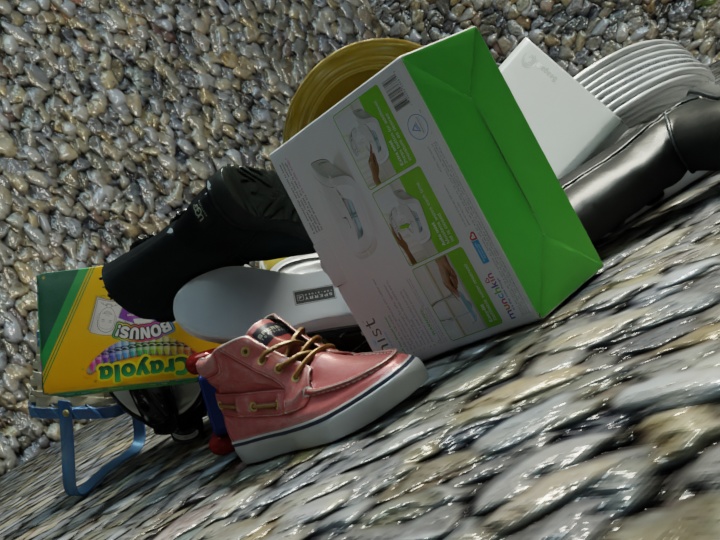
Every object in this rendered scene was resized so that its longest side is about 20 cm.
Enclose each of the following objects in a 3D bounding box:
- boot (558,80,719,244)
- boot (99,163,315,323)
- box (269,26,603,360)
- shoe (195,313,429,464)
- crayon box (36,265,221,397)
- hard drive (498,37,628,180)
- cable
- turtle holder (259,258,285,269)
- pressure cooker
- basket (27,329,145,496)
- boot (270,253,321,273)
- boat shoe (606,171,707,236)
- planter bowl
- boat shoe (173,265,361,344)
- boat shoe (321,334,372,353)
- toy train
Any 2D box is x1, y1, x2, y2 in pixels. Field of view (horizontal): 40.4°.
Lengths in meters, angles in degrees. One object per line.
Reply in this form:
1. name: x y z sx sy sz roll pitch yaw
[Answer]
1. boot: 0.210 -0.063 0.747 0.199 0.066 0.165 -31 10 6
2. boot: -0.120 -0.019 0.895 0.168 0.077 0.200 -35 -20 25
3. box: 0.049 -0.045 0.736 0.096 0.201 0.176 -31 2 -40
4. shoe: -0.044 0.073 0.696 0.200 0.091 0.071 -27 4 45
5. crayon box: -0.210 0.055 0.962 0.198 0.120 0.058 -7 -10 1
6. hard drive: 0.123 -0.093 0.875 0.200 0.132 0.026 -48 -34 14
7. cable: 0.245 -0.140 0.943 0.199 0.070 0.200 -10 -27 -42
8. turtle holder: -0.060 -0.003 1.164 0.185 0.131 0.142 -20 -45 -62
9. pressure cooker: -0.193 0.081 1.080 0.200 0.175 0.179 -11 -46 -61
10. basket: -0.312 0.149 1.180 0.138 0.202 0.176 -4 9 13
11. boot: 0.000 -0.005 0.955 0.198 0.074 0.096 -3 -26 3
12. boat shoe: 0.221 -0.075 0.871 0.199 0.066 0.074 -31 4 -13
13. planter bowl: 0.017 -0.133 0.995 0.199 0.201 0.083 -30 16 0
14. boat shoe: -0.058 0.033 0.847 0.198 0.070 0.066 -10 -27 -4
15. boat shoe: -0.040 0.075 0.933 0.200 0.072 0.072 -33 7 39
16. toy train: -0.087 0.102 0.876 0.115 0.085 0.200 -16 -3 -8
